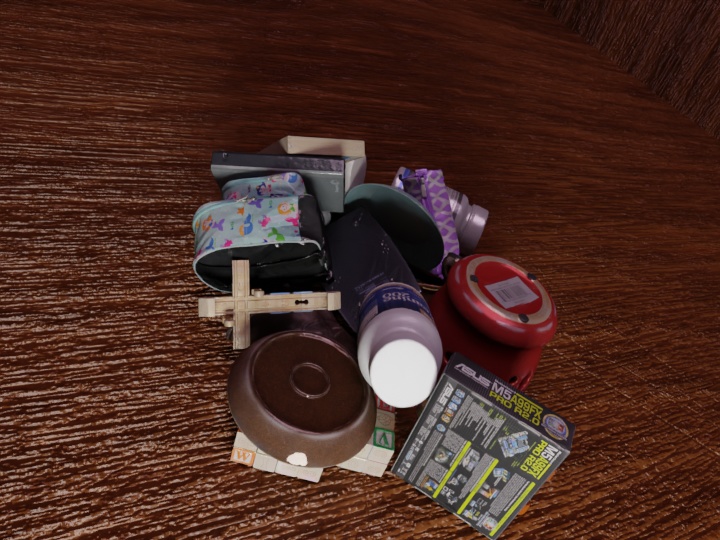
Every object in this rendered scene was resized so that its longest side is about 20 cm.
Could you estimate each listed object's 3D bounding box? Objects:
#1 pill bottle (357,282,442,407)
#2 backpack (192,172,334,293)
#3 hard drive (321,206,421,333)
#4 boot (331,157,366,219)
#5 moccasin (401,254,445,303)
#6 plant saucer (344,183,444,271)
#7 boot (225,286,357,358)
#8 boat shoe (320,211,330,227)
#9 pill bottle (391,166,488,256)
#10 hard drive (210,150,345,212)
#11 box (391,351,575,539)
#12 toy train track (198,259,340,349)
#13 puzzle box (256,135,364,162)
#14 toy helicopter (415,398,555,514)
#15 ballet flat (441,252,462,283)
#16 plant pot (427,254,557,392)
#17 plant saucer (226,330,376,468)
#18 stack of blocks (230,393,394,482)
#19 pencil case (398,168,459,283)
[{"bbox_3d":[0.049,0.094,0.783,0.107,0.114,0.200,18,13,-4],"label":"pill bottle"},{"bbox_3d":[-0.148,-0.045,0.880,0.193,0.178,0.156,-13,68,1],"label":"backpack"},{"bbox_3d":[0.000,0.000,0.959,0.132,0.043,0.202,-29,56,-8],"label":"hard drive"},{"bbox_3d":[-0.043,-0.156,1.084,0.088,0.202,0.074,26,60,12],"label":"boot"},{"bbox_3d":[0.056,-0.002,1.035,0.197,0.079,0.074,31,38,10],"label":"moccasin"},{"bbox_3d":[0.062,-0.082,1.029,0.197,0.203,0.039,30,60,10],"label":"plant saucer"},{"bbox_3d":[-0.069,0.122,0.850,0.183,0.065,0.201,-21,60,-39],"label":"boot"},{"bbox_3d":[-0.147,-0.114,1.027,0.199,0.076,0.086,31,44,22],"label":"boat shoe"},{"bbox_3d":[0.145,-0.112,1.180,0.195,0.116,0.115,24,37,2],"label":"pill bottle"},{"bbox_3d":[-0.119,-0.134,0.923,0.192,0.140,0.034,3,72,-1],"label":"hard drive"},{"bbox_3d":[0.138,0.216,0.721,0.157,0.204,0.044,29,39,11],"label":"box"},{"bbox_3d":[-0.117,0.045,0.803,0.193,0.119,0.032,-2,5,-20],"label":"toy train track"},{"bbox_3d":[-0.092,-0.186,0.977,0.129,0.026,0.198,-2,2,-26],"label":"puzzle box"},{"bbox_3d":[0.164,0.226,0.819,0.196,0.080,0.133,29,20,-4],"label":"toy helicopter"},{"bbox_3d":[0.203,0.044,1.034,0.199,0.047,0.067,42,-14,-29],"label":"ballet flat"},{"bbox_3d":[0.185,0.090,0.911,0.193,0.186,0.203,13,36,-9],"label":"plant pot"},{"bbox_3d":[-0.066,0.145,0.743,0.193,0.035,0.204,14,39,-11],"label":"plant saucer"},{"bbox_3d":[-0.055,0.198,0.762,0.193,0.060,0.117,16,38,-8],"label":"stack of blocks"},{"bbox_3d":[0.131,-0.084,1.083,0.081,0.207,0.086,-15,2,-1],"label":"pencil case"}]
